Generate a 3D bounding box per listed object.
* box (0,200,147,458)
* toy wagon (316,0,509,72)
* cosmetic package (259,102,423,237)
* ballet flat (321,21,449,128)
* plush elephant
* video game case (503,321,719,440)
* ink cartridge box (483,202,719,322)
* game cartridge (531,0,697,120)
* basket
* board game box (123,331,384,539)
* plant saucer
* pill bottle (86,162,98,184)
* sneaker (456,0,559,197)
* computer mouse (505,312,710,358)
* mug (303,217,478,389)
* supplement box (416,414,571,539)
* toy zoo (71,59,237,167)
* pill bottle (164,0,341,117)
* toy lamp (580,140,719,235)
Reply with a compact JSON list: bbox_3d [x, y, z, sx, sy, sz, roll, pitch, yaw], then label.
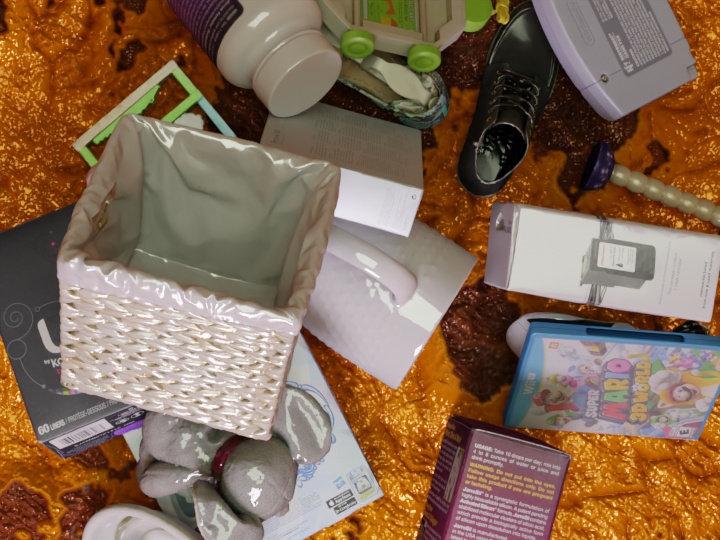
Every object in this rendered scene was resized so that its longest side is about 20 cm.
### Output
[{"bbox_3d":[-0.266,0.055,1.459,0.121,0.106,0.202,-22,76,-5],"label":"box"},{"bbox_3d":[0.048,-0.263,1.512,0.198,0.040,0.157,10,61,-19],"label":"toy wagon"},{"bbox_3d":[-0.020,-0.102,1.454,0.149,0.200,0.052,17,110,-4],"label":"cosmetic package"},{"bbox_3d":[0.002,-0.207,1.523,0.199,0.074,0.075,28,88,-3],"label":"ballet flat"},{"bbox_3d":[-0.110,0.165,1.395,0.165,0.200,0.155,-43,76,-10],"label":"plush elephant"},{"bbox_3d":[0.247,0.109,1.513,0.198,0.144,0.018,5,47,-5],"label":"video game case"},{"bbox_3d":[0.225,-0.009,1.498,0.198,0.145,0.084,9,91,-4],"label":"ink cartridge box"},{"bbox_3d":[0.238,-0.254,1.535,0.133,0.040,0.201,-27,92,-30],"label":"game cartridge"},{"bbox_3d":[-0.136,0.005,1.291,0.198,0.199,0.162,15,132,-1],"label":"basket"},{"bbox_3d":[-0.109,0.174,1.523,0.199,0.043,0.200,-27,92,-4],"label":"board game box"},{"bbox_3d":[-0.172,0.294,1.473,0.201,0.200,0.050,53,46,-2],"label":"plant saucer"},{"bbox_3d":[-0.170,-0.022,1.464,0.112,0.112,0.202,-23,91,-4],"label":"pill bottle"},{"bbox_3d":[0.153,-0.168,1.514,0.074,0.106,0.202,17,88,-4],"label":"sneaker"},{"bbox_3d":[0.240,0.085,1.530,0.198,0.110,0.044,5,50,2],"label":"computer mouse"},{"bbox_3d":[0.000,0.000,1.456,0.174,0.200,0.148,33,83,4],"label":"mug"},{"bbox_3d":[0.116,0.251,1.497,0.102,0.131,0.202,15,89,-5],"label":"supplement box"},{"bbox_3d":[-0.168,-0.087,1.532,0.131,0.020,0.200,-39,92,-3],"label":"toy zoo"},{"bbox_3d":[-0.105,-0.241,1.460,0.111,0.112,0.201,-36,68,-4],"label":"pill bottle"},{"bbox_3d":[0.318,-0.067,1.551,0.198,0.058,0.059,19,88,-3],"label":"toy lamp"}]
